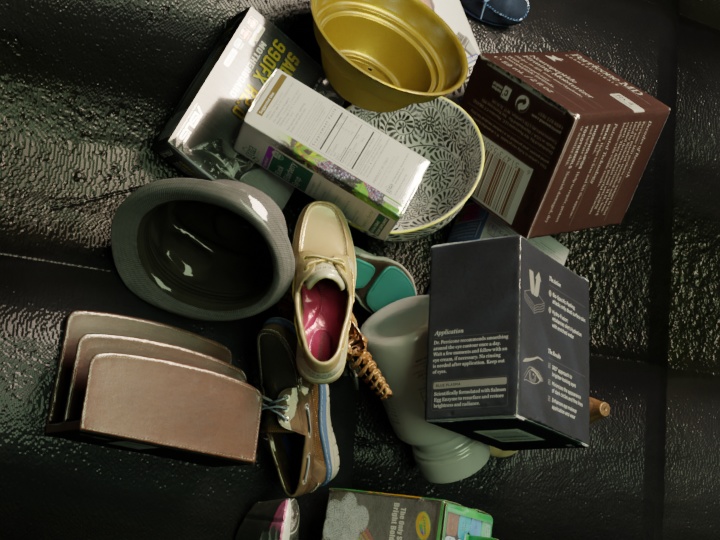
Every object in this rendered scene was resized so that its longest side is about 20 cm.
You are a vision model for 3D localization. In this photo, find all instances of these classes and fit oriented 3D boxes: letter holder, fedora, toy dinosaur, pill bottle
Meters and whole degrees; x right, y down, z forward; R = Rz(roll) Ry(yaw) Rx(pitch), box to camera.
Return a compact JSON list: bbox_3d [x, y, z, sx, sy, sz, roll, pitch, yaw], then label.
[{"bbox_3d":[-0.210,0.118,1.513,0.199,0.100,0.143,16,74,-30],"label":"letter holder"},{"bbox_3d":[-0.158,-0.037,1.544,0.090,0.198,0.178,-65,154,-54],"label":"fedora"},{"bbox_3d":[-0.043,0.077,1.597,0.101,0.136,0.201,-10,47,-18],"label":"toy dinosaur"},{"bbox_3d":[0.081,0.140,1.675,0.114,0.114,0.201,-34,115,-31],"label":"pill bottle"}]

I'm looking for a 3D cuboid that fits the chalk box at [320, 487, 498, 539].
[{"bbox_3d":[0.068,0.317,1.586,0.124,0.199,0.125,29,67,-55],"label":"chalk box"}]

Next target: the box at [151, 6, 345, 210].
[{"bbox_3d":[-0.122,-0.171,1.635,0.158,0.048,0.201,39,65,-22],"label":"box"}]

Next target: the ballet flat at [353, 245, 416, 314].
[{"bbox_3d":[0.000,0.000,1.671,0.200,0.069,0.070,29,67,-55],"label":"ballet flat"}]

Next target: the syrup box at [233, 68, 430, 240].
[{"bbox_3d":[-0.033,-0.125,1.571,0.199,0.079,0.082,30,66,-2],"label":"syrup box"}]

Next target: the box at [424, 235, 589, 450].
[{"bbox_3d":[0.168,0.086,1.607,0.196,0.117,0.202,27,61,-55],"label":"box"}]

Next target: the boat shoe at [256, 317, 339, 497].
[{"bbox_3d":[-0.076,0.152,1.563,0.072,0.072,0.201,-33,111,-49],"label":"boat shoe"}]

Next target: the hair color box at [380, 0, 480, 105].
[{"bbox_3d":[0.087,-0.260,1.772,0.110,0.064,0.201,-28,98,-31],"label":"hair color box"}]

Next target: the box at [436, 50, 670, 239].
[{"bbox_3d":[0.230,-0.156,1.733,0.199,0.166,0.165,-11,129,-45],"label":"box"}]

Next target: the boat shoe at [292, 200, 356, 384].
[{"bbox_3d":[-0.036,0.016,1.523,0.073,0.069,0.202,-1,74,-6],"label":"boat shoe"}]

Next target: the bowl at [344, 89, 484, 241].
[{"bbox_3d":[0.049,-0.105,1.689,0.199,0.094,0.202,-4,59,7],"label":"bowl"}]

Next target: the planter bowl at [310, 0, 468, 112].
[{"bbox_3d":[0.018,-0.242,1.653,0.199,0.084,0.201,19,42,-18],"label":"planter bowl"}]

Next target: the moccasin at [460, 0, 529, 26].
[{"bbox_3d":[0.141,-0.374,1.817,0.199,0.068,0.081,29,69,-27],"label":"moccasin"}]

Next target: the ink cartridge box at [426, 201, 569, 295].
[{"bbox_3d":[0.159,0.031,1.771,0.136,0.076,0.201,33,66,-25],"label":"ink cartridge box"}]

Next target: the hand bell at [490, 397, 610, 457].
[{"bbox_3d":[0.228,0.170,1.725,0.103,0.199,0.105,5,81,-32],"label":"hand bell"}]

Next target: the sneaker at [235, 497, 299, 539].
[{"bbox_3d":[-0.090,0.349,1.584,0.086,0.080,0.202,13,84,-43],"label":"sneaker"}]
